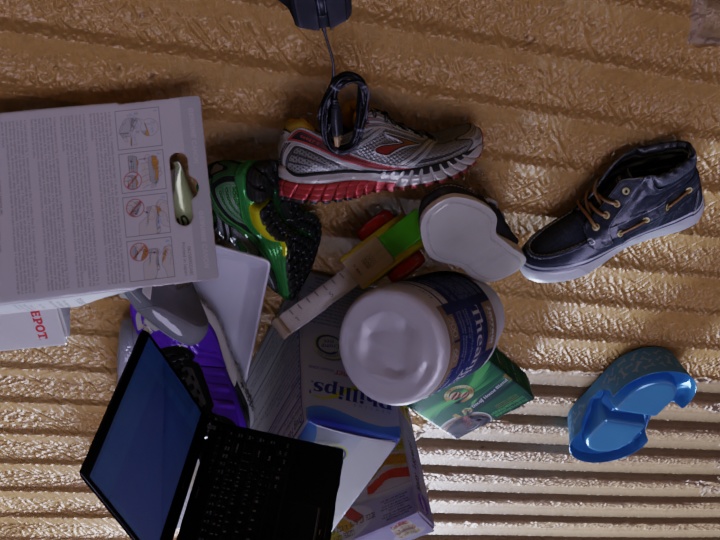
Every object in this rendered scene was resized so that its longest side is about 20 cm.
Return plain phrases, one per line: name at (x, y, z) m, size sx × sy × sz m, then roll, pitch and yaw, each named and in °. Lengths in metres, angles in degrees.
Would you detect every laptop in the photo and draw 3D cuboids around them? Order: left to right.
laptop at (-0.111, 0.160, 0.860) m, size 0.199 × 0.178 × 0.104 m, roll 13°, pitch 126°, yaw -2°

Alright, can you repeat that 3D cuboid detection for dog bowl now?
dog bowl at (0.339, 0.171, 1.322) m, size 0.111 × 0.050 × 0.200 m, roll 11°, pitch 133°, yaw -23°

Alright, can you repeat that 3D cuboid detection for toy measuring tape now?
toy measuring tape at (0.000, 0.000, 1.025) m, size 0.200 × 0.074 × 0.074 m, roll -38°, pitch 135°, yaw 1°

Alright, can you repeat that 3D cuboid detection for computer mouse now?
computer mouse at (-0.028, -0.183, 0.817) m, size 0.058 × 0.034 × 0.201 m, roll -15°, pitch 118°, yaw -3°

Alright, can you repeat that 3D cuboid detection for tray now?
tray at (-0.151, 0.046, 1.008) m, size 0.107 × 0.022 × 0.201 m, roll 16°, pitch 129°, yaw 0°

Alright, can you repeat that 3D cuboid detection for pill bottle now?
pill bottle at (0.071, 0.059, 1.017) m, size 0.111 × 0.111 × 0.200 m, roll -37°, pitch 169°, yaw 26°

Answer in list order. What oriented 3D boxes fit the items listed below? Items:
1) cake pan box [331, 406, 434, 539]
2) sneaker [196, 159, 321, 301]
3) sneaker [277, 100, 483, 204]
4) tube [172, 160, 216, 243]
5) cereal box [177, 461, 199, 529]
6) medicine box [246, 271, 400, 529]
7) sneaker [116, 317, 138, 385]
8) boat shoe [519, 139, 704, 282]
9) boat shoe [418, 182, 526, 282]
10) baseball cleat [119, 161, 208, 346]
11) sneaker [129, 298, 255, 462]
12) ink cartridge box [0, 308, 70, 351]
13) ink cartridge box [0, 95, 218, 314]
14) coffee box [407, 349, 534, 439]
cake pan box at (-0.021, 0.256, 1.234) m, size 0.199 × 0.185 × 0.052 m, roll -25°, pitch 132°, yaw 16°
sneaker at (-0.093, -0.043, 0.988) m, size 0.085 × 0.078 × 0.200 m, roll 13°, pitch 150°, yaw 22°
sneaker at (0.022, -0.112, 0.917) m, size 0.199 × 0.078 × 0.083 m, roll -11°, pitch 102°, yaw -24°
tube at (-0.170, -0.022, 1.000) m, size 0.058 × 0.052 × 0.201 m, roll -39°, pitch 134°, yaw -17°
cereal box at (-0.214, 0.271, 1.314) m, size 0.199 × 0.040 × 0.144 m, roll -15°, pitch 138°, yaw 4°
medicine box at (-0.047, 0.138, 1.084) m, size 0.102 × 0.201 × 0.183 m, roll 13°, pitch 133°, yaw -19°
sneaker at (-0.209, 0.133, 1.137) m, size 0.114 × 0.075 × 0.201 m, roll 2°, pitch 133°, yaw -11°
boat shoe at (0.245, -0.063, 1.035) m, size 0.199 × 0.071 × 0.091 m, roll -23°, pitch 136°, yaw 3°
boat shoe at (0.102, -0.045, 0.985) m, size 0.074 × 0.061 × 0.200 m, roll -32°, pitch 152°, yaw 19°
baseball cleat at (-0.184, -0.031, 0.905) m, size 0.106 × 0.070 × 0.200 m, roll -38°, pitch 93°, yaw 21°
sneaker at (-0.162, 0.110, 0.980) m, size 0.069 × 0.100 × 0.201 m, roll -14°, pitch 121°, yaw 21°
ink cartridge box at (-0.378, 0.003, 0.951) m, size 0.199 × 0.085 × 0.146 m, roll -5°, pitch 137°, yaw -8°
ink cartridge box at (-0.226, -0.055, 0.868) m, size 0.199 × 0.164 × 0.057 m, roll -6°, pitch 172°, yaw -8°
coffee box at (0.104, 0.124, 1.221) m, size 0.123 × 0.044 × 0.200 m, roll -31°, pitch 135°, yaw 21°
